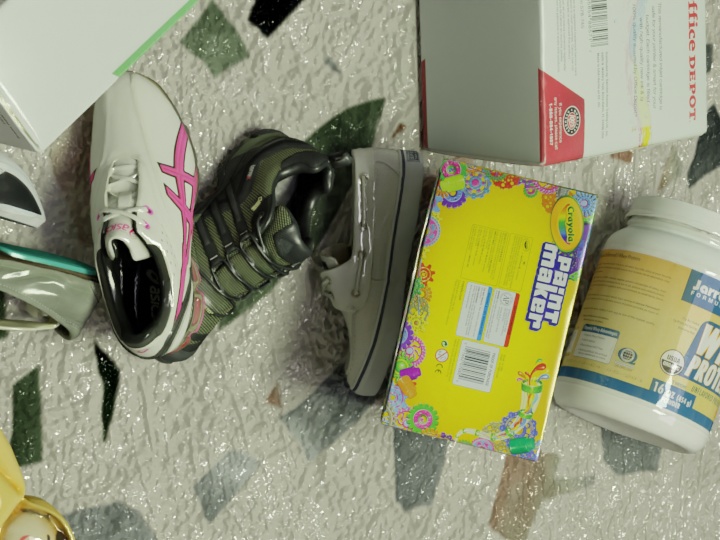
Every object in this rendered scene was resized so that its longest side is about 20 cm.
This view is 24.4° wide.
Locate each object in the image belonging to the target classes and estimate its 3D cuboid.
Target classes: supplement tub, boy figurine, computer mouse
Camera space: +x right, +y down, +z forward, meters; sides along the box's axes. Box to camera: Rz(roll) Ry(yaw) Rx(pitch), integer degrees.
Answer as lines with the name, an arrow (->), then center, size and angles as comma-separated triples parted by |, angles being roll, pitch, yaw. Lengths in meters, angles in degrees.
supplement tub -> 0.269, 0.049, 1.491 | 0.144, 0.144, 0.201 | 26, 81, -39
boy figurine -> -0.275, 0.155, 1.114 | 0.200, 0.064, 0.125 | 44, 67, -33
computer mouse -> -0.281, -0.072, 1.054 | 0.200, 0.109, 0.044 | 19, 85, -50

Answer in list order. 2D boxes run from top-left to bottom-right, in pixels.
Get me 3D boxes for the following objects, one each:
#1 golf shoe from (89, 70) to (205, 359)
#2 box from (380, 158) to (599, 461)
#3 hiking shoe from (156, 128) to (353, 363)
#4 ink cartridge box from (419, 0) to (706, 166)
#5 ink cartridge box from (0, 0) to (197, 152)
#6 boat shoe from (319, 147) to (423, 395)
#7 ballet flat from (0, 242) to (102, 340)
golf shoe -> -0.148, -0.040, 1.141 | 0.072, 0.092, 0.201 | -9, 89, 7
box -> 0.096, 0.030, 1.298 | 0.121, 0.193, 0.201 | 13, 90, 2
hiking shoe -> -0.088, -0.018, 1.211 | 0.076, 0.100, 0.201 | 42, 71, -36
ink cartridge box -> 0.169, -0.174, 1.367 | 0.199, 0.144, 0.146 | -12, 105, -37
ink cartridge box -> -0.218, -0.159, 1.014 | 0.146, 0.200, 0.084 | -48, 127, -22
boat shoe -> 0.000, 0.000, 1.317 | 0.069, 0.071, 0.201 | 8, 106, -8
ballet flat -> -0.259, 0.001, 1.098 | 0.200, 0.067, 0.064 | 23, 92, -39
